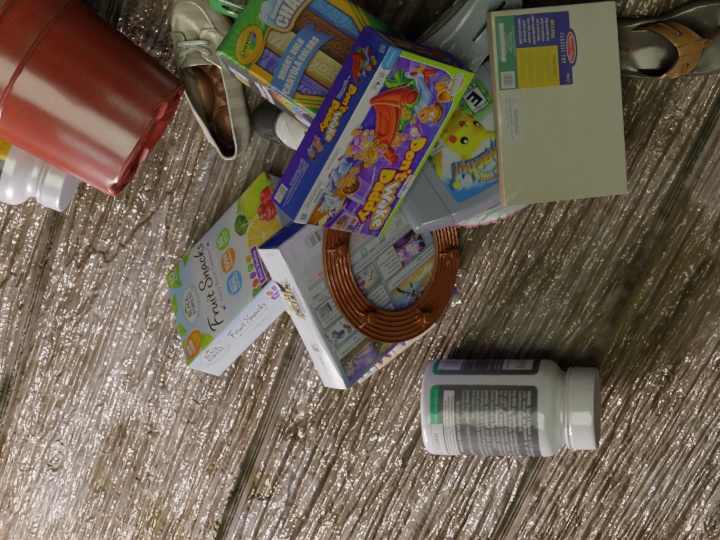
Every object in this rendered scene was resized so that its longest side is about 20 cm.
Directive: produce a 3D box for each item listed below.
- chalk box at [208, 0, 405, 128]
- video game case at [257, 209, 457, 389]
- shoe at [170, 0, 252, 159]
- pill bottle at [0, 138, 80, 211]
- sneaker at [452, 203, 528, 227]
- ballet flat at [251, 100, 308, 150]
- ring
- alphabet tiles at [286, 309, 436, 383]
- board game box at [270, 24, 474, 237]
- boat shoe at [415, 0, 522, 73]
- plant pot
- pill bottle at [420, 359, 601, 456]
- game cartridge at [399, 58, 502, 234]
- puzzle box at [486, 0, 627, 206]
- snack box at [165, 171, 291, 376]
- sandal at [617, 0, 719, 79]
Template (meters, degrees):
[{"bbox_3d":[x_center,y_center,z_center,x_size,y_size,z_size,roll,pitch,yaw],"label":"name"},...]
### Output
[{"bbox_3d":[-0.068,-0.237,1.603,0.200,0.125,0.124,35,88,1],"label":"chalk box"},{"bbox_3d":[0.000,0.000,1.694,0.045,0.200,0.182,-1,121,50],"label":"video game case"},{"bbox_3d":[-0.165,-0.217,1.705,0.070,0.053,0.201,-9,115,17],"label":"shoe"},{"bbox_3d":[-0.423,-0.143,1.773,0.199,0.111,0.112,21,120,1],"label":"pill bottle"},{"bbox_3d":[0.172,-0.113,1.677,0.199,0.080,0.087,-19,99,13],"label":"sneaker"},{"bbox_3d":[-0.032,-0.161,1.694,0.199,0.068,0.068,-1,119,14],"label":"ballet flat"},{"bbox_3d":[0.040,-0.020,1.687,0.019,0.200,0.201,1,122,49],"label":"ring"},{"bbox_3d":[0.011,0.025,1.816,0.167,0.008,0.200,45,118,-11],"label":"alphabet tiles"},{"bbox_3d":[0.013,-0.135,1.534,0.045,0.134,0.200,44,113,36],"label":"board game box"},{"bbox_3d":[0.090,-0.225,1.603,0.200,0.062,0.072,-45,111,7],"label":"boat shoe"},{"bbox_3d":[-0.309,-0.194,1.666,0.195,0.201,0.201,32,120,-4],"label":"plant pot"},{"bbox_3d":[0.176,0.160,1.786,0.199,0.113,0.114,0,117,14],"label":"pill bottle"},{"bbox_3d":[0.116,-0.132,1.622,0.200,0.040,0.134,-33,78,0],"label":"game cartridge"},{"bbox_3d":[0.202,-0.172,1.572,0.132,0.025,0.201,-5,98,-6],"label":"puzzle box"},{"bbox_3d":[-0.137,0.005,1.764,0.053,0.143,0.200,20,128,-38],"label":"snack box"},{"bbox_3d":[0.311,-0.233,1.581,0.199,0.055,0.082,-1,116,15],"label":"sandal"}]
